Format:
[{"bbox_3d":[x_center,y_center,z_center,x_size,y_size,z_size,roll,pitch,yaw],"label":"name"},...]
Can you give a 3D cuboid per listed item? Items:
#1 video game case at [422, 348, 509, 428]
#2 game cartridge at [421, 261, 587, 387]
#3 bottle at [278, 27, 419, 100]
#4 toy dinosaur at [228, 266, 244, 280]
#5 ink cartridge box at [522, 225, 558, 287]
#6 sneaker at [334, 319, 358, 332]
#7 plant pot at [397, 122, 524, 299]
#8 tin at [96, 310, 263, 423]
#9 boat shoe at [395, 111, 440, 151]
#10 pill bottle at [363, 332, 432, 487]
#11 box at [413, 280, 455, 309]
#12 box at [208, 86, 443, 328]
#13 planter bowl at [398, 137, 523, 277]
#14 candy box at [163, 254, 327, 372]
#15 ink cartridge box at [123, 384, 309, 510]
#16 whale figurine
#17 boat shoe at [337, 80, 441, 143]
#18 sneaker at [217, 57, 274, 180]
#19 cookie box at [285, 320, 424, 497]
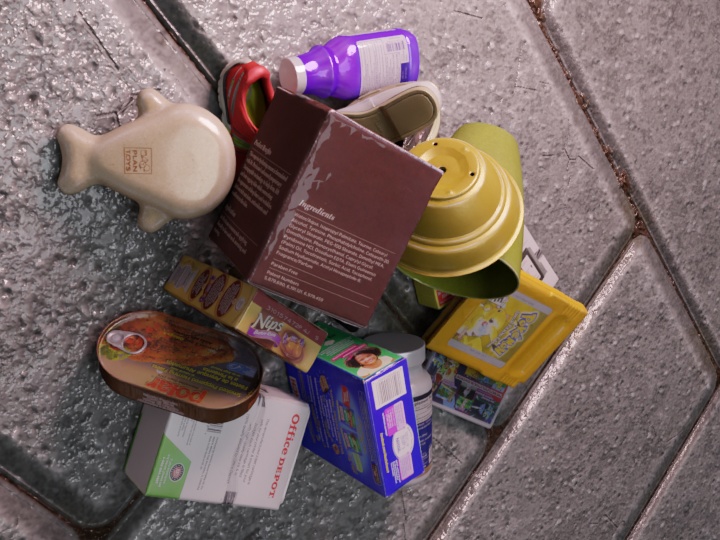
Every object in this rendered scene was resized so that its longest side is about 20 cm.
[{"bbox_3d":[0.184,0.146,1.406,0.199,0.023,0.184,27,89,-38],"label":"video game case"},{"bbox_3d":[0.219,0.084,1.319,0.198,0.033,0.177,26,116,-25],"label":"game cartridge"},{"bbox_3d":[-0.013,-0.268,1.147,0.198,0.065,0.085,-18,115,-32],"label":"bottle"},{"bbox_3d":[-0.097,-0.051,1.092,0.100,0.058,0.202,10,119,-42],"label":"toy dinosaur"},{"bbox_3d":[0.226,-0.010,1.354,0.068,0.115,0.201,-50,126,-16],"label":"ink cartridge box"},{"bbox_3d":[0.000,0.000,1.171,0.080,0.200,0.087,32,62,1],"label":"sneaker"},{"bbox_3d":[0.148,-0.093,1.193,0.186,0.185,0.203,33,65,-37],"label":"plant pot"},{"bbox_3d":[-0.211,0.113,1.018,0.113,0.197,0.042,-66,172,-50],"label":"tin"},{"bbox_3d":[0.053,-0.175,1.191,0.066,0.071,0.203,42,56,-34],"label":"boat shoe"},{"bbox_3d":[0.048,0.201,1.267,0.114,0.115,0.204,-10,105,-35],"label":"pill bottle"},{"bbox_3d":[0.105,-0.050,1.295,0.075,0.050,0.203,-27,115,-30],"label":"box"},{"bbox_3d":[-0.045,-0.073,0.991,0.163,0.166,0.202,23,98,-30],"label":"box"},{"bbox_3d":[0.101,-0.099,1.060,0.200,0.199,0.084,-44,151,-20],"label":"planter bowl"},{"bbox_3d":[-0.141,0.048,1.036,0.116,0.199,0.057,37,78,-36],"label":"candy box"},{"bbox_3d":[-0.181,0.215,1.116,0.198,0.084,0.148,19,89,-37],"label":"ink cartridge box"},{"bbox_3d":[-0.244,-0.126,1.001,0.196,0.104,0.162,-2,99,-12],"label":"whale figurine"},{"bbox_3d":[0.014,-0.191,1.134,0.069,0.197,0.076,-65,137,-58],"label":"boat shoe"},{"bbox_3d":[-0.127,-0.158,1.073,0.076,0.084,0.203,-24,116,-30],"label":"sneaker"},{"bbox_3d":[-0.014,0.178,1.162,0.074,0.199,0.174,-23,114,-32],"label":"cookie box"}]
